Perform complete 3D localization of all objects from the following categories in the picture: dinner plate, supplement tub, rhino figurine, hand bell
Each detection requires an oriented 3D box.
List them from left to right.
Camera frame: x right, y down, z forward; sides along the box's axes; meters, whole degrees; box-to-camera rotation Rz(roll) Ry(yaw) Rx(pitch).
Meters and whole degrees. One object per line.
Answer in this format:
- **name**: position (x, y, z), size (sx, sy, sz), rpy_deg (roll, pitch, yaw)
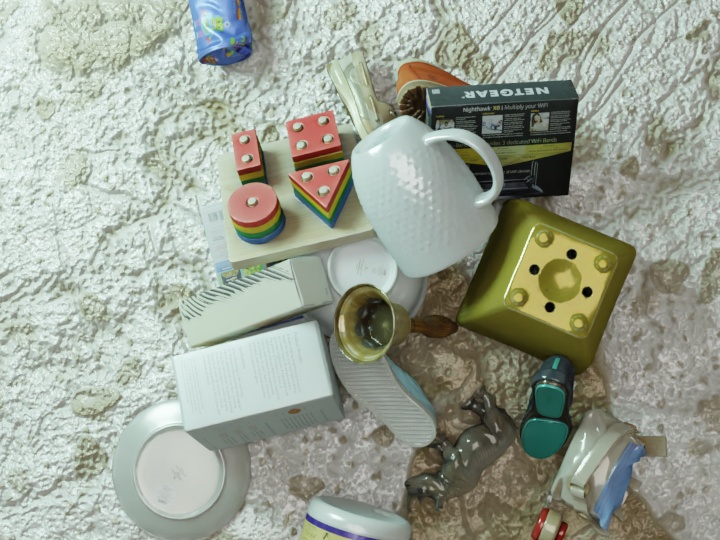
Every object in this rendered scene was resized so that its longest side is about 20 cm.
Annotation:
- **dinner plate**: position (-0.254, 0.282, 1.610), size (0.199, 0.024, 0.201), rpy_deg (0, 87, 4)
- **supplement tub**: position (-0.022, 0.417, 1.530), size (0.145, 0.145, 0.201), rpy_deg (14, 87, 3)
- **hand bell**: position (0.069, 0.073, 1.534), size (0.104, 0.199, 0.105), rpy_deg (-4, 85, 41)
- **rhino figurine**: position (0.133, 0.259, 1.575), size (0.087, 0.060, 0.200), rpy_deg (42, 91, 7)

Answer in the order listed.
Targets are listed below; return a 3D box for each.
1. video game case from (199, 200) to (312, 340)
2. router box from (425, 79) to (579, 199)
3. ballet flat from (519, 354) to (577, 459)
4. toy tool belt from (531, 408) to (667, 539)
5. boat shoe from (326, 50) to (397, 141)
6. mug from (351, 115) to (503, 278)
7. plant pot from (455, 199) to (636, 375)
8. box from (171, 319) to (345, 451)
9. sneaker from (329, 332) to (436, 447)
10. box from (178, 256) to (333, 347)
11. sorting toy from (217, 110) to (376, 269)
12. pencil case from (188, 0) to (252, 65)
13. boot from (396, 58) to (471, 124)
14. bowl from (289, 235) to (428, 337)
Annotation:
- **video game case**: position (-0.136, -0.011, 1.624), size (0.142, 0.018, 0.201), rpy_deg (-15, 86, 1)
- **router box**: position (0.188, -0.173, 1.549), size (0.199, 0.052, 0.158), rpy_deg (-3, 130, -3)
- **ballet flat**: position (0.255, 0.179, 1.530), size (0.073, 0.200, 0.073), rpy_deg (-1, 52, 1)
- **toy tool belt**: position (0.323, 0.294, 1.534), size (0.122, 0.125, 0.201), rpy_deg (24, 89, 12)
- **boat shoe**: position (0.021, -0.213, 1.604), size (0.065, 0.072, 0.201), rpy_deg (-26, 80, 2)
- **mug**: position (0.091, -0.110, 1.461), size (0.199, 0.148, 0.176), rpy_deg (-21, 112, 38)
- **plant pot**: position (0.252, 0.017, 1.514), size (0.195, 0.200, 0.195), rpy_deg (23, 88, 5)
- **box**: position (-0.133, 0.158, 1.537), size (0.199, 0.152, 0.107), rpy_deg (-14, 70, 1)
- **sneaker**: position (0.030, 0.154, 1.573), size (0.074, 0.082, 0.200), rpy_deg (-36, 96, 11)
- **box**: position (-0.143, 0.043, 1.540), size (0.199, 0.082, 0.069), rpy_deg (-21, 83, 29)
- **sorting toy**: position (-0.095, -0.119, 1.554), size (0.199, 0.070, 0.200), rpy_deg (-13, 53, 2)
- **pencil case**: position (-0.200, -0.393, 1.619), size (0.086, 0.078, 0.201), rpy_deg (-9, 87, 25)
- **boot**: position (0.139, -0.240, 1.596), size (0.199, 0.107, 0.075), rpy_deg (17, 123, -21)
- **bowl**: position (0.000, 0.000, 1.571), size (0.200, 0.090, 0.202), rpy_deg (0, 86, -3)
